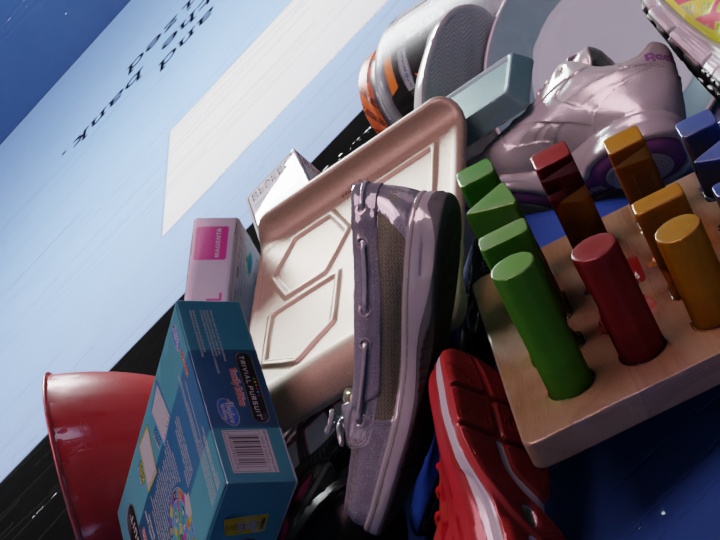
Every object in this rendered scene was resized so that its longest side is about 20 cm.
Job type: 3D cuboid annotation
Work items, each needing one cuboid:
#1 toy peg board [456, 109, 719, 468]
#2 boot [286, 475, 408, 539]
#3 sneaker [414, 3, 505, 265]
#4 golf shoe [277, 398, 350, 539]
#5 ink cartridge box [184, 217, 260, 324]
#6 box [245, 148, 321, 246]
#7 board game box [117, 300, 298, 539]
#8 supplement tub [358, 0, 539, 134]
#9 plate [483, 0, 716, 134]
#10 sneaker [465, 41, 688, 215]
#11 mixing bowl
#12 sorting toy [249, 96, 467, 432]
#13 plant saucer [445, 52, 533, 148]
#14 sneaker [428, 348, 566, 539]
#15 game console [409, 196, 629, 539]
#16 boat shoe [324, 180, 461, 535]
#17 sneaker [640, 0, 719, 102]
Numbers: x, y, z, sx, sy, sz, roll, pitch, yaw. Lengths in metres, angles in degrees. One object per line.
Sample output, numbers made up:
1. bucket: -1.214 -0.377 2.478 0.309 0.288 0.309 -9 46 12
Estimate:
1. toy peg board: 0.150 -0.019 1.022 0.198 0.098 0.200 -27 25 7
2. boot: -0.015 0.226 1.073 0.199 0.073 0.162 -59 18 -2
3. sneaker: 0.054 -0.093 1.384 0.115 0.073 0.203 180 95 -68
4. golf shoe: -0.019 0.091 1.203 0.088 0.077 0.201 27 81 30
5. ink cartridge box: -0.091 0.051 1.371 0.200 0.041 0.121 61 -148 -68
6. box: -0.020 -0.011 1.431 0.060 0.116 0.200 -47 20 8
7. board game box: -0.101 0.144 1.171 0.152 0.046 0.201 -111 31 -43
8. supplement tub: 0.095 -0.170 1.456 0.199 0.122 0.123 -29 29 47
9. plate: 0.176 -0.153 1.292 0.199 0.025 0.202 -13 67 32
10. sneaker: 0.138 -0.088 1.239 0.199 0.075 0.101 -19 60 40
11. mixing bowl: -0.155 0.155 1.371 0.107 0.202 0.200 -18 22 -3
12. sorting toy: 0.000 0.000 1.207 0.184 0.036 0.201 -33 36 28
13. plant saucer: 0.035 -0.083 1.285 0.199 0.019 0.070 -34 23 26
14. sneaker: 0.049 0.146 1.015 0.115 0.078 0.201 -44 39 27
15. game console: 0.114 0.059 1.169 0.201 0.117 0.172 -75 1 -50
16. boat shoe: 0.013 0.051 1.077 0.074 0.064 0.204 -27 -54 -70
17. sneaker: 0.249 -0.147 1.159 0.090 0.078 0.200 -45 35 8
